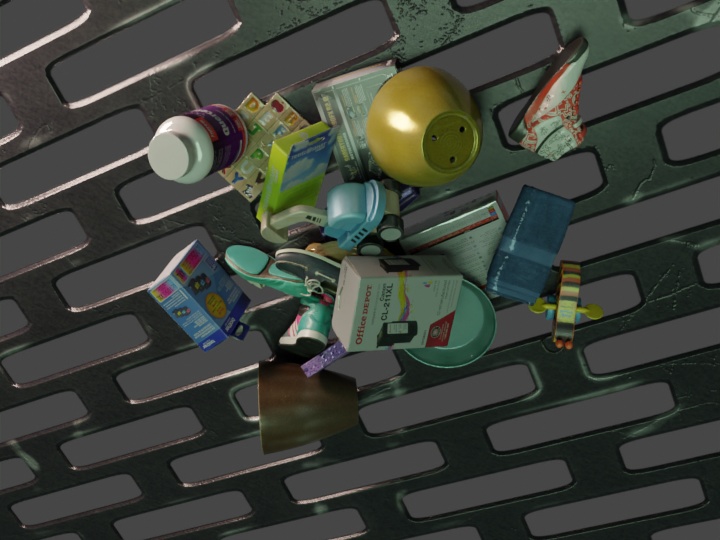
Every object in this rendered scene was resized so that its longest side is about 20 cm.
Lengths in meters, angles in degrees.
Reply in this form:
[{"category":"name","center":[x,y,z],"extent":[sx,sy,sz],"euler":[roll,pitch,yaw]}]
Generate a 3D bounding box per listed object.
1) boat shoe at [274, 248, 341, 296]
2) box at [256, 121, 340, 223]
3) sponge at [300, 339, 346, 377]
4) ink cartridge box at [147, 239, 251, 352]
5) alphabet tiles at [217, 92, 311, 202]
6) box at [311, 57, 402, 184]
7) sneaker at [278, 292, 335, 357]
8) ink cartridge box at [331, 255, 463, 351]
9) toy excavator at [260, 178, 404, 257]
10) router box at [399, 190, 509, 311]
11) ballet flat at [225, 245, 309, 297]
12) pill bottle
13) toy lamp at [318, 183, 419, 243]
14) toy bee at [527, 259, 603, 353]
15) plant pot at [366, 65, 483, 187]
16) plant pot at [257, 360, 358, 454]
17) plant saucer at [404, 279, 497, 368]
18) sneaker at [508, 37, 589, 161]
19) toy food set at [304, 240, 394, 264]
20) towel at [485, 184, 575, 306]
[{"category":"boat shoe","center":[-0.067,0.017,1.500],"extent":[0.197,0.063,0.075],"euler":[19,159,3]},{"category":"box","center":[-0.111,-0.171,1.444],"extent":[0.048,0.121,0.201],"euler":[42,139,20]},{"category":"sponge","center":[-0.017,0.140,1.628],"extent":[0.199,0.111,0.030],"euler":[-36,83,24]},{"category":"ink cartridge box","center":[-0.302,0.061,1.624],"extent":[0.076,0.137,0.201],"euler":[-29,110,28]},{"category":"alphabet tiles","center":[-0.179,-0.223,1.525],"extent":[0.166,0.006,0.200],"euler":[42,117,-12]},{"category":"box","center":[0.022,-0.249,1.450],"extent":[0.156,0.049,0.203],"euler":[-14,114,18]},{"category":"sneaker","center":[-0.102,0.097,1.640],"extent":[0.083,0.123,0.200],"euler":[24,160,-17]},{"category":"ink cartridge box","center":[0.062,0.057,1.439],"extent":[0.197,0.083,0.148],"euler":[-2,118,-23]},{"category":"toy excavator","center":[-0.048,-0.094,1.413],"extent":[0.197,0.101,0.194],"euler":[18,144,-28]},{"category":"router box","center":[0.197,-0.027,1.536],"extent":[0.197,0.049,0.181],"euler":[-21,112,20]},{"category":"ballet flat","center":[-0.176,0.010,1.600],"extent":[0.197,0.068,0.071],"euler":[16,136,22]},{"category":"pill bottle","center":[-0.281,-0.217,1.428],"extent":[0.110,0.200,0.115],"euler":[6,111,16]},{"category":"toy lamp","center":[0.017,-0.112,1.521],"extent":[0.198,0.058,0.059],"euler":[-23,112,22]},{"category":"toy bee","center":[0.384,0.090,1.531],"extent":[0.129,0.109,0.203],"euler":[-14,115,15]},{"category":"plant pot","center":[0.121,-0.222,1.351],"extent":[0.196,0.142,0.204],"euler":[-5,110,-14]},{"category":"plant pot","center":[-0.104,0.272,1.692],"extent":[0.196,0.188,0.190],"euler":[-4,118,-3]},{"category":"plant saucer","center":[0.158,0.090,1.557],"extent":[0.196,0.036,0.203],"euler":[5,119,9]},{"category":"sneaker","center":[0.342,-0.276,1.368],"extent":[0.107,0.068,0.202],"euler":[30,122,-7]},{"category":"toy food set","center":[0.000,0.000,1.549],"extent":[0.197,0.049,0.199],"euler":[34,146,-24]},{"category":"towel","center":[0.296,-0.044,1.463],"extent":[0.110,0.049,0.203],"euler":[17,100,-19]}]
